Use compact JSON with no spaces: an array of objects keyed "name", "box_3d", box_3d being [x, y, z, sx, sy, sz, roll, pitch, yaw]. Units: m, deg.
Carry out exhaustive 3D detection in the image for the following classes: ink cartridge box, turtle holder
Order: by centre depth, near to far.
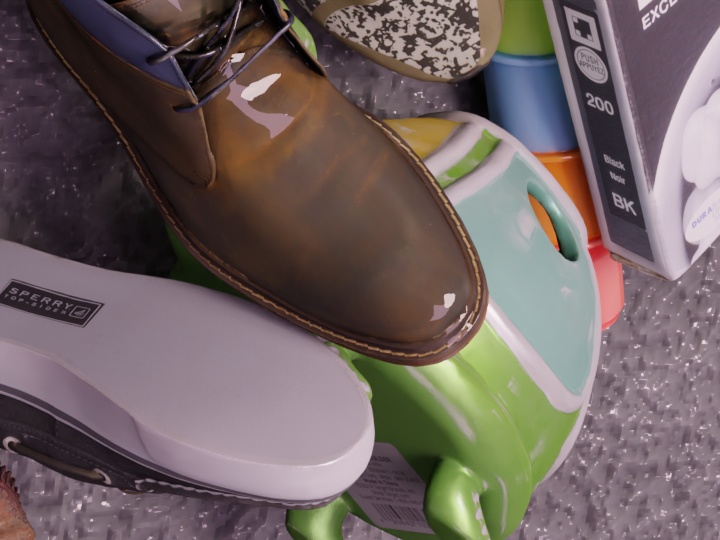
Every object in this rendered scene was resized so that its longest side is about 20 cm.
[{"name":"turtle holder","box_3d":[-0.001,0.006,1.025,0.185,0.141,0.132,37,64,-2]},{"name":"ink cartridge box","box_3d":[0.137,-0.133,1.044,0.198,0.043,0.201,-44,135,-27]}]

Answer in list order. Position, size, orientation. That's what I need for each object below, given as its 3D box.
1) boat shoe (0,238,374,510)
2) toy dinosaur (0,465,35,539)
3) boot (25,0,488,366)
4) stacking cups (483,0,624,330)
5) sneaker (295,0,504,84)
[{"name":"boat shoe","box_3d":[-0.081,0.039,0.951,0.069,0.199,0.057,-44,142,-41]},{"name":"toy dinosaur","box_3d":[-0.139,0.118,0.989,0.135,0.086,0.201,-2,124,-32]},{"name":"boot","box_3d":[-0.043,-0.052,0.907,0.075,0.200,0.097,-45,160,-6]},{"name":"stacking cups","box_3d":[0.072,-0.070,1.068,0.060,0.060,0.201,-24,122,-21]},{"name":"sneaker","box_3d":[-0.021,-0.120,0.959,0.077,0.089,0.200,-28,125,22]}]
